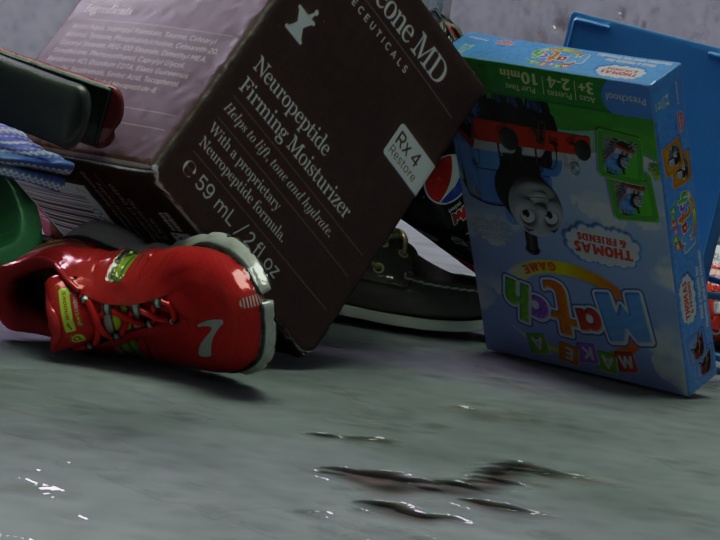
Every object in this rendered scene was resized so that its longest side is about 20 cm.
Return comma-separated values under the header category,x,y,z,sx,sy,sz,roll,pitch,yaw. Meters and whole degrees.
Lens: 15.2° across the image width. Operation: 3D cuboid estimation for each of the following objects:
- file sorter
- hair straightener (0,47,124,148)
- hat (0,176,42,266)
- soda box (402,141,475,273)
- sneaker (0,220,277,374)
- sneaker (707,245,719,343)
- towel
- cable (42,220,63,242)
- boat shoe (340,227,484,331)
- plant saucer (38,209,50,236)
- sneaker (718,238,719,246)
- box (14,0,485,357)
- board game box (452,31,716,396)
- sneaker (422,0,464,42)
category,x,y,z,sx,sy,sz,roll,pitch,yaw
file sorter,0.195,-0.044,1.686,0.138,0.201,0.122,19,9,39
hair straightener,-0.225,-0.112,1.413,0.199,0.041,0.077,25,12,18
hat,-0.319,-0.013,1.668,0.165,0.176,0.200,3,45,-52
soda box,0.100,-0.027,1.756,0.063,0.071,0.200,21,-7,32
sneaker,-0.121,0.023,1.407,0.085,0.077,0.200,-19,16,-40
sneaker,0.257,0.021,1.812,0.200,0.068,0.108,11,4,3
towel,-0.252,-0.098,1.440,0.144,0.024,0.200,15,11,-36
cable,-0.146,-0.011,1.685,0.097,0.051,0.200,8,4,-26
boat shoe,0.000,0.000,1.719,0.201,0.061,0.072,8,5,3
plant saucer,-0.151,-0.040,1.955,0.200,0.051,0.201,7,7,-1
sneaker,0.188,-0.014,1.928,0.199,0.075,0.115,18,-9,-3
box,-0.072,-0.087,1.524,0.164,0.200,0.166,11,-30,46
board game box,0.128,-0.033,1.577,0.151,0.201,0.037,12,35,38
sneaker,0.031,-0.144,1.668,0.082,0.078,0.200,-22,-22,-14
